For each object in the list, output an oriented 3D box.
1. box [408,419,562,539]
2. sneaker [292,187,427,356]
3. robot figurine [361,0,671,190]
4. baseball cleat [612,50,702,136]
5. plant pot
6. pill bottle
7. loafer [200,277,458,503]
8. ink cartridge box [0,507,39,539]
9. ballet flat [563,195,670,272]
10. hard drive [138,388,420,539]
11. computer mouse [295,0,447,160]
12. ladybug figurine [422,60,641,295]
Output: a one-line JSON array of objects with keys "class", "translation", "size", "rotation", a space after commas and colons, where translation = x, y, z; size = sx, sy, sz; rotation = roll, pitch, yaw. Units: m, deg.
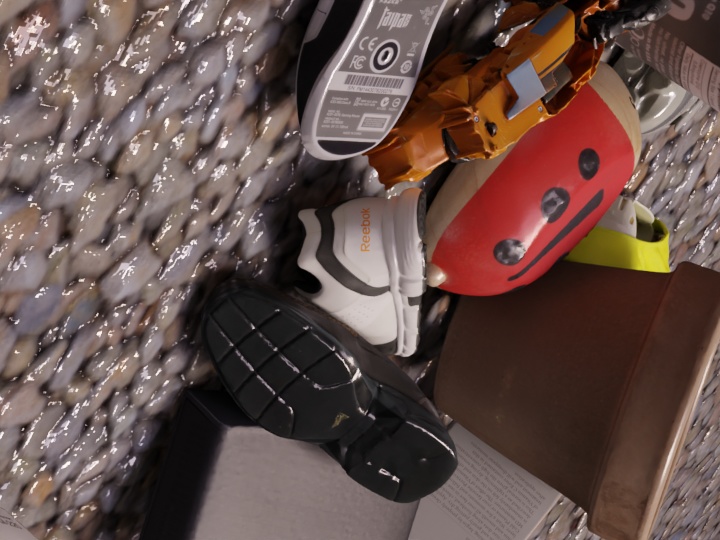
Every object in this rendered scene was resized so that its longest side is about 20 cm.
[{"class": "box", "translation": [0.050, 0.205, 1.380], "size": [0.200, 0.097, 0.125], "rotation": [-47, 173, -27]}, {"class": "sneaker", "translation": [0.000, 0.000, 1.141], "size": [0.200, 0.079, 0.074], "rotation": [86, 2, -69]}, {"class": "robot figurine", "translation": [0.093, -0.123, 1.081], "size": [0.144, 0.058, 0.200], "rotation": [-14, -155, 52]}, {"class": "baseball cleat", "translation": [0.244, -0.177, 1.333], "size": [0.200, 0.070, 0.106], "rotation": [-46, 163, 7]}, {"class": "plant pot", "translation": [0.147, 0.073, 1.311], "size": [0.200, 0.173, 0.202], "rotation": [19, 90, -79]}, {"class": "pill bottle", "translation": [0.237, -0.156, 1.171], "size": [0.114, 0.200, 0.114], "rotation": [-40, 152, -26]}, {"class": "loafer", "translation": [-0.024, 0.062, 1.121], "size": [0.073, 0.073, 0.200], "rotation": [-36, 126, 15]}, {"class": "ink cartridge box", "translation": [-0.247, 0.208, 0.946], "size": [0.201, 0.085, 0.146], "rotation": [-54, 155, -1]}, {"class": "ballet flat", "translation": [0.193, -0.024, 1.446], "size": [0.200, 0.066, 0.068], "rotation": [8, 95, -65]}, {"class": "hard drive", "translation": [-0.043, 0.153, 1.171], "size": [0.199, 0.042, 0.136], "rotation": [18, 90, -44]}, {"class": "computer mouse", "translation": [0.012, -0.150, 0.973], "size": [0.109, 0.044, 0.201], "rotation": [-1, 124, -47]}, {"class": "ladybug figurine", "translation": [0.116, -0.053, 1.248], "size": [0.200, 0.072, 0.136], "rotation": [-45, 154, -17]}]
